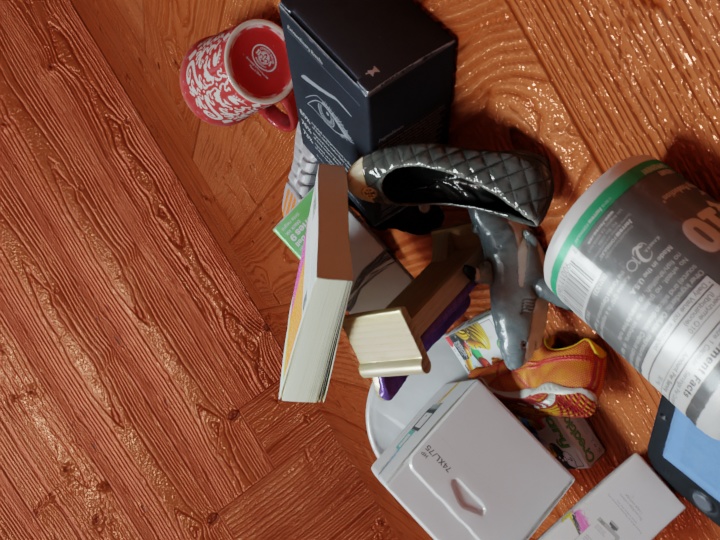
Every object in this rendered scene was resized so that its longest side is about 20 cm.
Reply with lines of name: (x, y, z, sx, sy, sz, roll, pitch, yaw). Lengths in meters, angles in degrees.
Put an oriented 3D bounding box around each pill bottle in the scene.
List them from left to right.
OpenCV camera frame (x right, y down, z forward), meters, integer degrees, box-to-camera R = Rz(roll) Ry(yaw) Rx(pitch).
pill bottle: (0.219, 0.029, 0.469, 0.200, 0.112, 0.114, 47, 162, 31)

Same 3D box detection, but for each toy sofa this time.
toy sofa: (0.077, 0.037, 0.748, 0.082, 0.199, 0.099, -11, 111, 42)

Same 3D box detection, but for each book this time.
book: (-0.044, 0.018, 0.734, 0.202, 0.047, 0.136, 106, 165, -50)

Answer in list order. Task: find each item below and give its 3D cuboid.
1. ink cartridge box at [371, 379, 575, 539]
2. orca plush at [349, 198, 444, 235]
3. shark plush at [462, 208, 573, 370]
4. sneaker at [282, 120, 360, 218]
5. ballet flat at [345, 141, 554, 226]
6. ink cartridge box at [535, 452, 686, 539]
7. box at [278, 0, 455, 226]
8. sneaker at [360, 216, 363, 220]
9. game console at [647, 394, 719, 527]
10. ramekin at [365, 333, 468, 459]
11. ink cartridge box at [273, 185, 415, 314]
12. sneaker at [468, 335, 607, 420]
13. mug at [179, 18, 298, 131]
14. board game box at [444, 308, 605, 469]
ink cartridge box: (0.114, 0.227, 0.843, 0.147, 0.146, 0.200, 44, 171, 4)
orca plush: (0.005, -0.105, 0.869, 0.201, 0.071, 0.105, 49, 123, 2)
shark plush: (0.135, -0.009, 0.714, 0.091, 0.082, 0.203, 29, 148, 61)
sneaker: (-0.029, -0.145, 0.989, 0.078, 0.109, 0.204, 57, 136, 46)
ballet flat: (0.071, -0.075, 0.663, 0.195, 0.058, 0.067, 4, 152, 28)
ink cartridge box: (0.218, 0.277, 0.749, 0.068, 0.199, 0.117, 48, 179, 22)
box: (0.009, -0.172, 0.754, 0.149, 0.103, 0.202, 50, 163, 25)
sneaker: (-0.004, -0.024, 1.139, 0.141, 0.077, 0.200, 50, 180, -14)
game console: (0.312, 0.163, 0.597, 0.177, 0.031, 0.202, 47, 162, 37)
ramekin: (0.103, 0.186, 1.002, 0.205, 0.200, 0.094, 56, 176, 3)
ink cartridge box: (0.000, 0.000, 0.894, 0.200, 0.084, 0.146, 47, -178, 2)
sneaker: (0.186, 0.111, 0.792, 0.072, 0.078, 0.199, 34, 158, -20)
mug: (-0.152, -0.281, 1.078, 0.199, 0.173, 0.138, 11, 96, 64)
board game box: (0.190, 0.143, 0.896, 0.202, 0.034, 0.126, 57, 155, 3)
